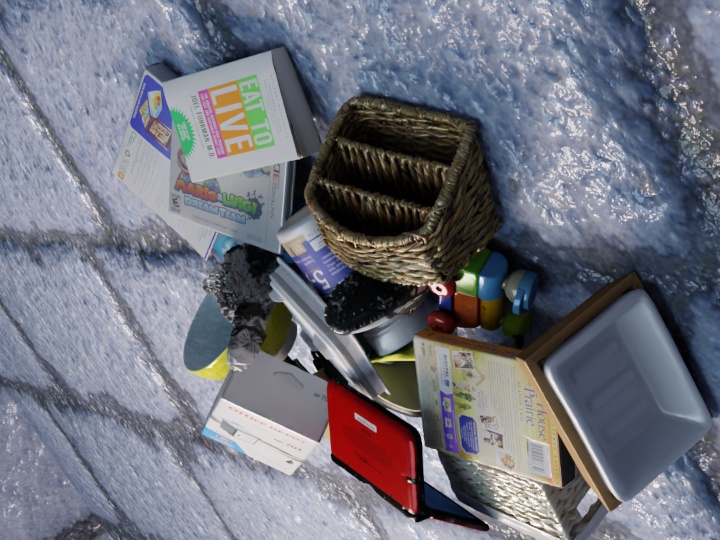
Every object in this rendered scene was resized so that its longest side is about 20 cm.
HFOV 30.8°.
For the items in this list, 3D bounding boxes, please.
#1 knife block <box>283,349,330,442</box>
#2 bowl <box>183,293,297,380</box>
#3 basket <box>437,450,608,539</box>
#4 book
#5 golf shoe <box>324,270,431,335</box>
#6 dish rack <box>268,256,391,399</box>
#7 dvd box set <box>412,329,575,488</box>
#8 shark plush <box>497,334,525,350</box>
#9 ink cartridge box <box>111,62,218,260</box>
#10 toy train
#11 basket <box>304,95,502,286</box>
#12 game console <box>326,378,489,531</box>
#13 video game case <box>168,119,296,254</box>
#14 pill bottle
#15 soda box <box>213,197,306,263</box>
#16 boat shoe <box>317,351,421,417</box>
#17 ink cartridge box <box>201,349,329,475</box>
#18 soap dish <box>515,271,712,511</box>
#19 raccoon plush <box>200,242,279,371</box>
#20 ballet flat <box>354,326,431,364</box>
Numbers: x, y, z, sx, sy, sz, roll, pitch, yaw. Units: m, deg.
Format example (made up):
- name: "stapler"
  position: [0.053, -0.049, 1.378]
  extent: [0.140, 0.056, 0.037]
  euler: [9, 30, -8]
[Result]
- name: "knife block"
  position: [-0.052, 0.188, 1.871]
  extent: [0.175, 0.200, 0.064]
  euler: [4, 137, 13]
- name: "bowl"
  position: [-0.156, 0.083, 1.895]
  extent: [0.108, 0.200, 0.200]
  euler: [33, 159, -24]
- name: "basket"
  position: [0.200, 0.225, 1.572]
  extent: [0.200, 0.136, 0.123]
  euler: [16, 146, 46]
- name: "book"
  position: [-0.150, -0.190, 1.604]
  extent: [0.200, 0.048, 0.134]
  euler: [-8, 104, 42]
- name: "golf shoe"
  position: [0.038, 0.028, 1.499]
  extent: [0.078, 0.200, 0.095]
  euler: [32, 143, 28]
- name: "dish rack"
  position: [-0.045, 0.084, 1.662]
  extent: [0.172, 0.044, 0.200]
  euler: [44, 172, 33]
- name: "dvd box set"
  position: [0.149, 0.152, 1.472]
  extent: [0.200, 0.029, 0.146]
  euler: [10, 115, 43]
- name: "shark plush"
  position: [0.150, 0.137, 1.520]
  extent: [0.200, 0.083, 0.091]
  euler: [-14, 150, 35]
- name: "ink cartridge box"
  position: [-0.240, -0.149, 1.789]
  extent: [0.200, 0.047, 0.198]
  euler: [40, 131, 14]
- name: "toy train"
  position: [0.146, 0.053, 1.523]
  extent: [0.116, 0.085, 0.200]
  euler: [21, 143, 20]
- name: "basket"
  position: [0.031, -0.086, 1.432]
  extent: [0.200, 0.143, 0.149]
  euler: [21, 142, 41]
- name: "game console"
  position: [0.058, 0.227, 1.621]
  extent: [0.200, 0.119, 0.172]
  euler: [26, 125, 53]
- name: "video game case"
  position: [-0.167, -0.133, 1.682]
  extent: [0.200, 0.024, 0.182]
  euler: [20, 116, 32]
- name: "pill bottle"
  position: [0.000, 0.000, 1.609]
  extent: [0.200, 0.120, 0.120]
  euler: [54, 152, -9]
- name: "soda box"
  position: [-0.131, -0.054, 1.782]
  extent: [0.200, 0.068, 0.064]
  euler: [1, 126, 54]
- name: "boat shoe"
  position: [0.023, 0.149, 1.809]
  extent: [0.201, 0.074, 0.063]
  euler: [29, 143, 35]
- name: "ink cartridge box"
  position: [-0.125, 0.193, 1.777]
  extent: [0.146, 0.086, 0.200]
  euler: [25, 157, -4]
- name: "soap dish"
  position: [0.262, 0.123, 1.359]
  extent: [0.200, 0.157, 0.081]
  euler: [59, 162, -18]
- name: "raccoon plush"
  position: [-0.176, 0.052, 1.722]
  extent: [0.097, 0.200, 0.134]
  euler: [33, 144, -14]
- name: "ballet flat"
  position: [0.039, 0.099, 1.748]
  extent: [0.067, 0.067, 0.200]
  euler: [29, 161, -29]
